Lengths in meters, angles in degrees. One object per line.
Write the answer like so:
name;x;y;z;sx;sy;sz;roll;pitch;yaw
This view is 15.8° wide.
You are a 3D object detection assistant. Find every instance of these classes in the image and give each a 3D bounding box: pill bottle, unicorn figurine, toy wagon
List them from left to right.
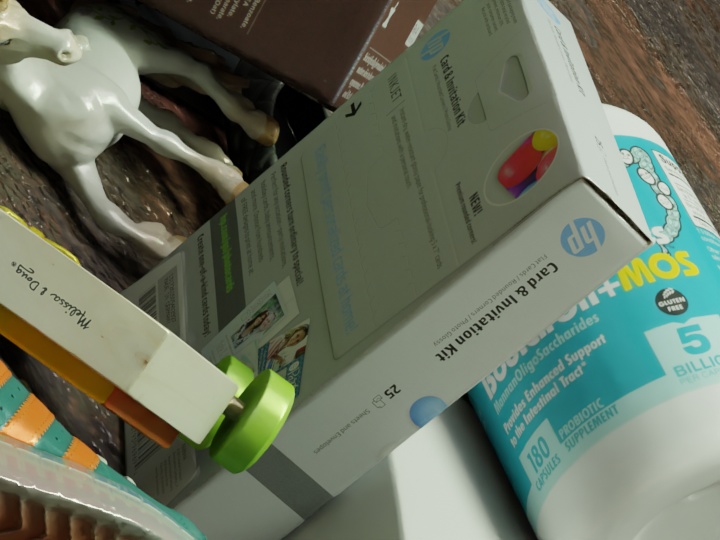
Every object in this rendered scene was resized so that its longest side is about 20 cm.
toy wagon;-0.103;0.005;0.828;0.155;0.040;0.200;37;-6;-11
unicorn figurine;-0.102;-0.069;1.026;0.137;0.074;0.200;39;5;-9
pill bottle;0.085;0.016;0.960;0.111;0.111;0.200;28;29;-51

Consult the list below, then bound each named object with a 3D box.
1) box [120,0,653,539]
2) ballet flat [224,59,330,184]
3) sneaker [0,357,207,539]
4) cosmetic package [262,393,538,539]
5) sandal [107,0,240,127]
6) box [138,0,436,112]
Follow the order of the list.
box;0.000;0.000;0.903;0.041;0.200;0.156;40;19;-27
ballet flat;-0.023;-0.037;1.124;0.066;0.057;0.201;43;27;-35
sneaker;-0.112;0.050;0.737;0.200;0.071;0.080;35;27;-38
cosmetic package;0.008;0.093;0.934;0.108;0.085;0.200;45;17;-28
sandal;-0.061;-0.102;1.217;0.200;0.043;0.076;36;23;-41
box;-0.072;-0.140;1.082;0.199;0.075;0.100;28;3;9
